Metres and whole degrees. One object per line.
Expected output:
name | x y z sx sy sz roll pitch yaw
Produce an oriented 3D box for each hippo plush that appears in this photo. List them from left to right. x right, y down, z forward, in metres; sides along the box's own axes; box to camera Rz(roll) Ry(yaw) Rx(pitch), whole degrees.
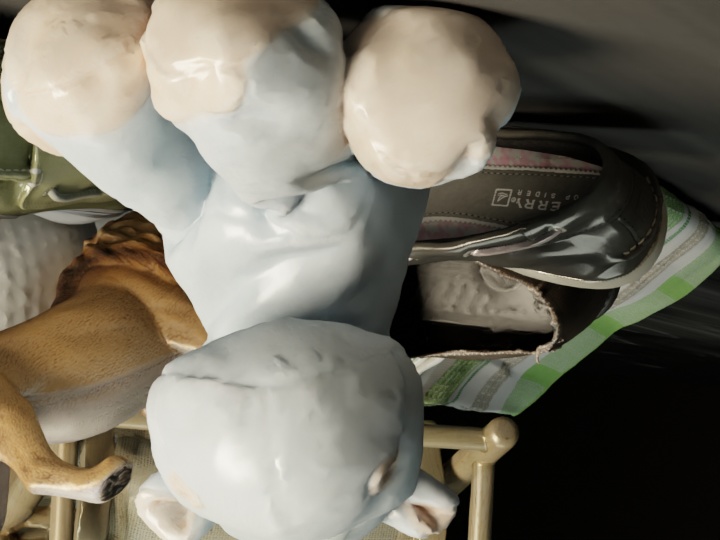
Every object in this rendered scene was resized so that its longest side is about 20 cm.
hippo plush | -0.040 0.005 0.701 0.158 0.162 0.200 7 176 -2

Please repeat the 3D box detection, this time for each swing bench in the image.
swing bench | -0.058 0.125 1.015 0.197 0.131 0.200 6 174 -18

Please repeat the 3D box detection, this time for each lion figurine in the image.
lion figurine | -0.100 0.039 0.786 0.122 0.073 0.199 39 -144 26

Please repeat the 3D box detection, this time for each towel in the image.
towel | 0.089 0.019 1.017 0.149 0.031 0.200 -35 162 15

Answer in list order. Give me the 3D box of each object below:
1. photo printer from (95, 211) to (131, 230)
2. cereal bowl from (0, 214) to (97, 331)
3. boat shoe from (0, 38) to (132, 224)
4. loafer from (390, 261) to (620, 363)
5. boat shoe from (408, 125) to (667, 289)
photo printer | -0.040 -0.017 1.042 0.199 0.070 0.166 5 175 22
cereal bowl | -0.206 -0.004 0.880 0.199 0.201 0.084 5 142 26
boat shoe | -0.113 -0.054 0.790 0.062 0.073 0.200 -15 175 19
loafer | 0.000 0.000 0.895 0.198 0.074 0.071 -1 -157 17
boat shoe | 0.014 -0.032 0.837 0.199 0.067 0.057 3 158 26
